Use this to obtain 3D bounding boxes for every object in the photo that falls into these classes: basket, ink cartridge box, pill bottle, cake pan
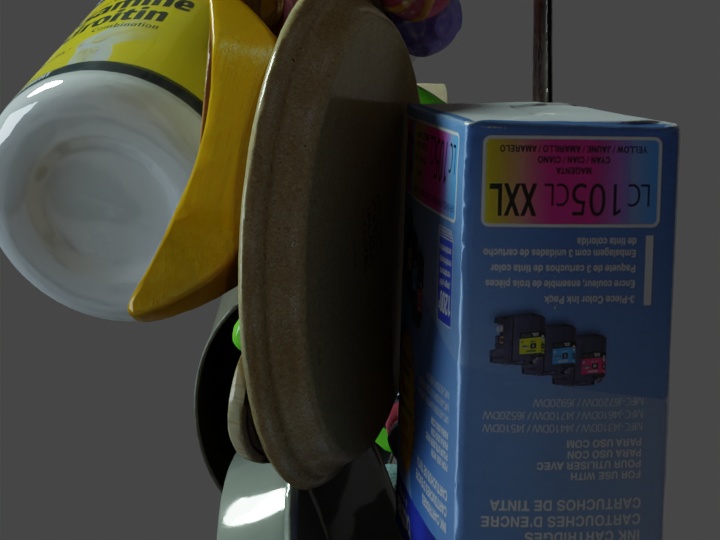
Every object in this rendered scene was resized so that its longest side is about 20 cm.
[{"bbox_3d":[-0.045,0.059,1.330,0.200,0.136,0.180,-97,4,-70],"label":"basket"},{"bbox_3d":[0.057,0.043,0.666,0.136,0.076,0.200,-131,41,-80],"label":"ink cartridge box"},{"bbox_3d":[-0.081,-0.071,0.829,0.200,0.112,0.112,-67,-16,-58],"label":"pill bottle"},{"bbox_3d":[-0.011,0.148,0.758,0.200,0.037,0.200,-11,-90,-77],"label":"cake pan"}]

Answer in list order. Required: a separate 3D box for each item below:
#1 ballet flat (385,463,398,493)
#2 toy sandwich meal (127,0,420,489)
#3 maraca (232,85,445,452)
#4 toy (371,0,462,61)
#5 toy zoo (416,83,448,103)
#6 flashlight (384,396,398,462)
[{"bbox_3d":[0.035,0.190,0.877,0.074,0.074,0.200,153,113,-83],"label":"ballet flat"},{"bbox_3d":[-0.028,-0.021,0.692,0.205,0.070,0.205,4,-90,-74],"label":"toy sandwich meal"},{"bbox_3d":[0.000,0.000,0.918,0.107,0.137,0.200,-19,-44,-50],"label":"maraca"},{"bbox_3d":[0.033,-0.150,0.887,0.047,0.115,0.200,35,148,23],"label":"toy"},{"bbox_3d":[0.032,0.001,1.114,0.200,0.020,0.131,102,167,-59],"label":"toy zoo"},{"bbox_3d":[0.041,0.125,0.790,0.068,0.068,0.200,38,-135,-46],"label":"flashlight"}]
